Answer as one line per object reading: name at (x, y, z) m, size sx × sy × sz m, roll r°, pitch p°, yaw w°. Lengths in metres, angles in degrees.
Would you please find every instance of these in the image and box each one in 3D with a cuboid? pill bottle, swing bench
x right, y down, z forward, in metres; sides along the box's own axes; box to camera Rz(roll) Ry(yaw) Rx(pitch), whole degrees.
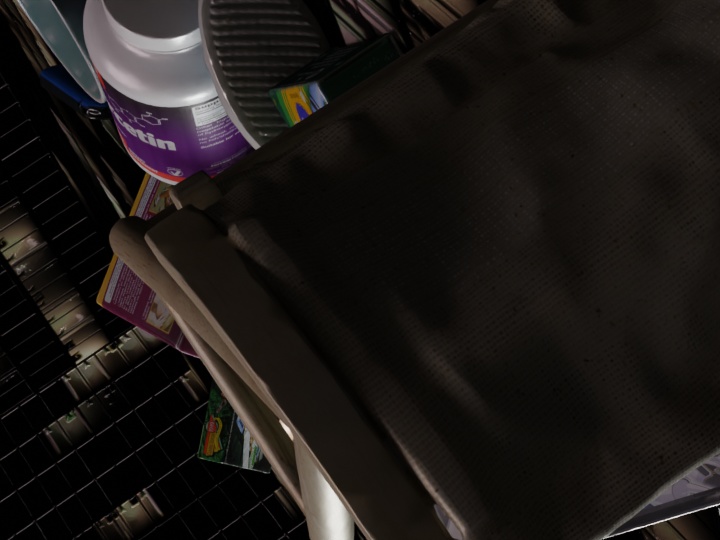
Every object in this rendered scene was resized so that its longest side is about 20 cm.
pill bottle at (-0.113, -0.137, 1.101) m, size 0.112 × 0.112 × 0.200 m, roll 52°, pitch 170°, yaw 17°
swing bench at (0.050, -0.016, 0.478) m, size 0.130 × 0.199 × 0.200 m, roll 56°, pitch 170°, yaw -4°

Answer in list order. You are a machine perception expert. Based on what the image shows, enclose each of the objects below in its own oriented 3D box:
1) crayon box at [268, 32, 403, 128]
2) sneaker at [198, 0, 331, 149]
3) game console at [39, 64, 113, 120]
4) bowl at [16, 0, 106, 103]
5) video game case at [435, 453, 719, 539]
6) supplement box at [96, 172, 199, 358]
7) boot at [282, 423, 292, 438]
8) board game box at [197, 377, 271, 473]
crayon box at (0.033, -0.028, 0.943) m, size 0.200 × 0.052 × 0.126 m, roll 57°, pitch 170°, yaw -11°
sneaker at (-0.046, -0.095, 1.033) m, size 0.200 × 0.074 × 0.082 m, roll 61°, pitch 165°, yaw -25°
game console at (-0.157, -0.107, 1.415) m, size 0.200 × 0.171 × 0.118 m, roll -147°, pitch 51°, yaw -65°
bowl at (-0.195, -0.228, 1.211) m, size 0.201 × 0.105 × 0.201 m, roll 53°, pitch 169°, yaw 15°
video game case at (0.060, 0.032, 0.746) m, size 0.181 × 0.026 × 0.200 m, roll -24°, pitch 104°, yaw 34°
supplement box at (-0.112, -0.001, 1.349) m, size 0.103 × 0.131 × 0.200 m, roll 22°, pitch 179°, yaw -27°
boot at (-0.042, 0.109, 1.431) m, size 0.074 × 0.155 × 0.200 m, roll 52°, pitch 169°, yaw 19°
board game box at (-0.068, 0.038, 1.197) m, size 0.023 × 0.200 × 0.105 m, roll 8°, pitch 171°, yaw 19°
